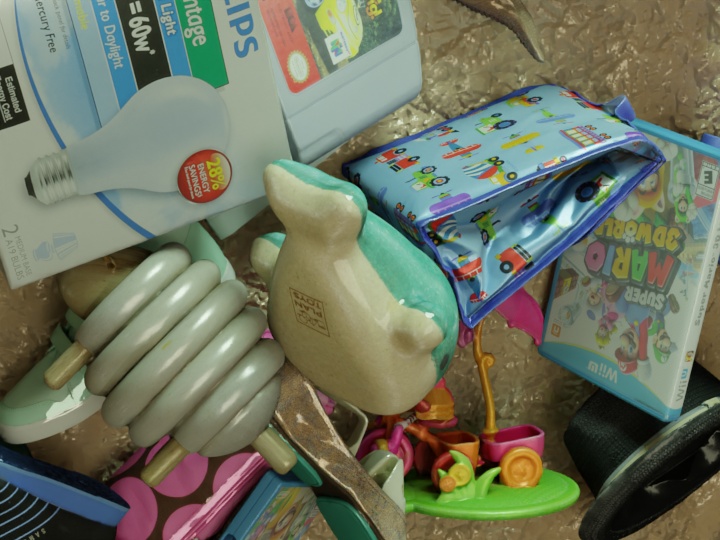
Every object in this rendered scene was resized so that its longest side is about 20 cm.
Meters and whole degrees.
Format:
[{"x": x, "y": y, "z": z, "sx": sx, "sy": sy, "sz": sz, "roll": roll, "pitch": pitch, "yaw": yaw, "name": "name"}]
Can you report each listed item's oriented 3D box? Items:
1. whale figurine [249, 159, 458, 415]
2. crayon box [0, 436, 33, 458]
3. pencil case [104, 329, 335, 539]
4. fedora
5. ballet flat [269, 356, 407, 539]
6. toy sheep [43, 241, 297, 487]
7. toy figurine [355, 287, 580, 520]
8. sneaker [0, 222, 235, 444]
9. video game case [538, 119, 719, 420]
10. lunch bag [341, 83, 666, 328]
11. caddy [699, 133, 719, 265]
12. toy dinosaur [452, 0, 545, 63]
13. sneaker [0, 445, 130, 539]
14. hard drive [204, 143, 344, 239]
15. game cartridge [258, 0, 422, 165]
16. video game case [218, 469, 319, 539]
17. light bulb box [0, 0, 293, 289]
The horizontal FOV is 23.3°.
[{"x": 0.000, "y": 0.000, "z": 1.126, "sx": 0.104, "sy": 0.158, "sz": 0.201, "roll": -46, "pitch": 140, "yaw": -27, "name": "whale figurine"}, {"x": -0.340, "y": 0.135, "z": 1.194, "sx": 0.199, "sy": 0.052, "sz": 0.126, "roll": 31, "pitch": 94, "yaw": -29, "name": "crayon box"}, {"x": -0.106, "y": 0.139, "z": 1.271, "sx": 0.200, "sy": 0.094, "sz": 0.091, "roll": -49, "pitch": 119, "yaw": -1, "name": "pencil case"}, {"x": 0.231, "y": 0.128, "z": 1.391, "sx": 0.200, "sy": 0.092, "sz": 0.201, "roll": -32, "pitch": 155, "yaw": -17, "name": "fedora"}, {"x": -0.009, "y": 0.138, "z": 1.227, "sx": 0.067, "sy": 0.068, "sz": 0.201, "roll": -46, "pitch": 117, "yaw": -22, "name": "ballet flat"}, {"x": -0.118, "y": 0.060, "z": 1.133, "sx": 0.200, "sy": 0.138, "sz": 0.138, "roll": 45, "pitch": 88, "yaw": -5, "name": "toy sheep"}, {"x": 0.067, "y": 0.081, "z": 1.315, "sx": 0.198, "sy": 0.150, "sz": 0.186, "roll": -2, "pitch": 98, "yaw": -12, "name": "toy figurine"}, {"x": -0.193, "y": 0.021, "z": 1.201, "sx": 0.200, "sy": 0.074, "sz": 0.119, "roll": -41, "pitch": 123, "yaw": -12, "name": "sneaker"}, {"x": 0.206, "y": -0.007, "z": 1.313, "sx": 0.018, "sy": 0.143, "sz": 0.202, "roll": -3, "pitch": 110, "yaw": -39, "name": "video game case"}, {"x": 0.110, "y": -0.071, "z": 1.251, "sx": 0.199, "sy": 0.151, "sz": 0.095, "roll": -33, "pitch": 118, "yaw": -8, "name": "lunch bag"}, {"x": 0.325, "y": -0.031, "z": 1.352, "sx": 0.199, "sy": 0.141, "sz": 0.106, "roll": 12, "pitch": 100, "yaw": -44, "name": "caddy"}, {"x": 0.077, "y": -0.236, "z": 1.221, "sx": 0.134, "sy": 0.086, "sz": 0.201, "roll": -18, "pitch": 127, "yaw": -8, "name": "toy dinosaur"}, {"x": -0.252, "y": 0.157, "z": 1.172, "sx": 0.199, "sy": 0.070, "sz": 0.078, "roll": 28, "pitch": 91, "yaw": -29, "name": "sneaker"}, {"x": -0.102, "y": -0.137, "z": 1.210, "sx": 0.132, "sy": 0.026, "sz": 0.201, "roll": -39, "pitch": 119, "yaw": -6, "name": "hard drive"}, {"x": -0.031, "y": -0.187, "z": 1.196, "sx": 0.133, "sy": 0.041, "sz": 0.201, "roll": -36, "pitch": 117, "yaw": -30, "name": "game cartridge"}, {"x": -0.098, "y": 0.235, "z": 1.299, "sx": 0.201, "sy": 0.018, "sz": 0.143, "roll": -55, "pitch": 164, "yaw": 3, "name": "video game case"}, {"x": -0.164, "y": -0.127, "z": 1.088, "sx": 0.199, "sy": 0.125, "sz": 0.200, "roll": -21, "pitch": 125, "yaw": -14, "name": "light bulb box"}]
